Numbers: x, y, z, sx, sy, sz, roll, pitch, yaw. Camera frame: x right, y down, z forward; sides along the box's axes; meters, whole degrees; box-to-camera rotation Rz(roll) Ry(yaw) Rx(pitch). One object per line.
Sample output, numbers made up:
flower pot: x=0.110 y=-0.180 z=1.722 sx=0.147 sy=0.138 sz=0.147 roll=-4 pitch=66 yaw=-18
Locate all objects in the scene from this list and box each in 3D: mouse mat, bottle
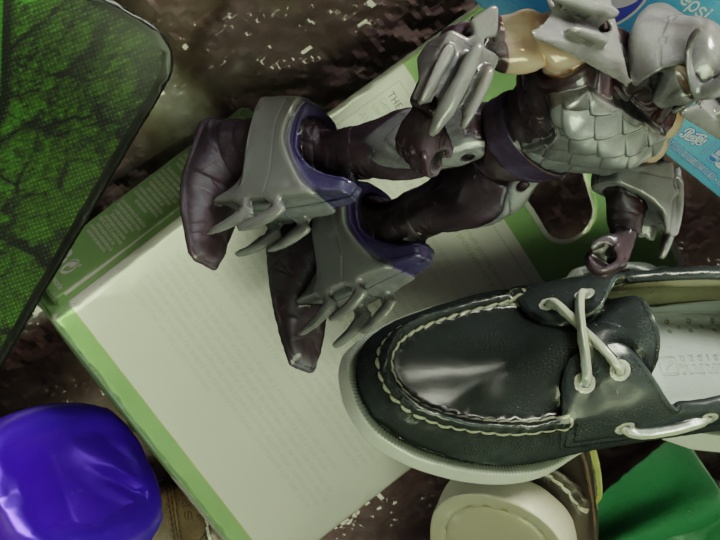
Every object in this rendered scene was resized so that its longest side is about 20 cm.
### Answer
mouse mat: x=-0.173 y=-0.036 z=0.902 sx=0.161 sy=0.008 sz=0.200 roll=28 pitch=117 yaw=-9
bottle: x=-0.154 y=0.119 z=0.994 sx=0.084 sy=0.065 sz=0.200 roll=-12 pitch=159 yaw=-45

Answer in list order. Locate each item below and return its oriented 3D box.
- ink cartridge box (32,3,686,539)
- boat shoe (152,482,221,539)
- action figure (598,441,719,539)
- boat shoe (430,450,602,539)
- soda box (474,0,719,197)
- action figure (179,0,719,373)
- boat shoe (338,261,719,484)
ink cartridge box: x=0.000 y=0.000 z=0.971 sx=0.200 sy=0.048 sz=0.146 roll=-38 pitch=121 yaw=-5
boat shoe: x=-0.076 y=0.163 z=1.084 sx=0.072 sy=0.072 sz=0.200 roll=5 pitch=117 yaw=-12
action figure: x=0.089 y=0.140 z=1.104 sx=0.200 sy=0.055 sz=0.118 roll=-33 pitch=114 yaw=27
boat shoe: x=0.058 y=0.121 z=1.028 sx=0.072 sy=0.060 sz=0.200 roll=16 pitch=144 yaw=12
soda box: x=0.087 y=-0.097 z=0.892 sx=0.064 sy=0.068 sz=0.200 roll=-42 pitch=136 yaw=14
action figure: x=0.040 y=-0.035 z=0.850 sx=0.200 sy=0.069 sz=0.130 roll=-21 pitch=139 yaw=35
boat shoe: x=0.089 y=0.028 z=0.943 sx=0.200 sy=0.076 sz=0.060 roll=-6 pitch=154 yaw=-31
